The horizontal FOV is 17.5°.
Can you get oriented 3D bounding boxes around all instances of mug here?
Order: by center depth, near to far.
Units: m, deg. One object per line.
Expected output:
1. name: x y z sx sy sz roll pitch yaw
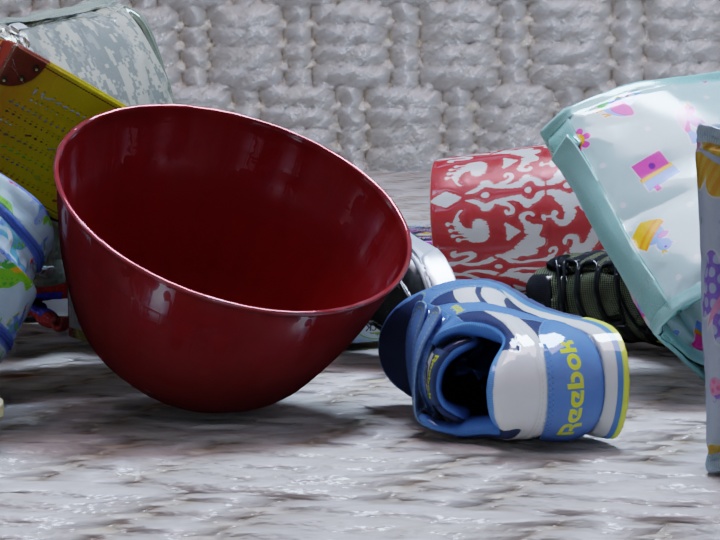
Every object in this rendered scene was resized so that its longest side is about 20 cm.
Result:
1. mug: 0.162 -0.023 1.825 0.199 0.178 0.134 -4 41 9

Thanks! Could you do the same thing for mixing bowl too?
1. mixing bowl: -0.082 0.006 1.278 0.199 0.109 0.200 15 31 -9

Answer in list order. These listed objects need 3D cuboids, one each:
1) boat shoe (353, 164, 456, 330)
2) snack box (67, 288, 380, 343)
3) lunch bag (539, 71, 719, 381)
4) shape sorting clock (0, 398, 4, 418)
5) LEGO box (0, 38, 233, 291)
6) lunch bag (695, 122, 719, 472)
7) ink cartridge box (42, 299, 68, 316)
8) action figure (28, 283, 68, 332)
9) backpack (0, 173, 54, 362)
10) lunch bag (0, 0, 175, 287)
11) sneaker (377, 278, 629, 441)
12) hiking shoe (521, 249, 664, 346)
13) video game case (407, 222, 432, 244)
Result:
1. boat shoe: 0.000 -0.002 1.473 0.068 0.074 0.200 -9 41 -25
2. snack box: -0.078 0.022 1.566 0.199 0.053 0.142 -5 9 -31
3. lunch bag: 0.217 -0.029 1.376 0.199 0.122 0.171 -3 50 -27
4. shape sorting clock: -0.274 0.074 1.146 0.199 0.039 0.200 0 5 0
5. LEGO box: -0.165 -0.062 1.396 0.200 0.077 0.149 30 -5 -28
6. lunch bag: 0.241 0.002 1.143 0.127 0.170 0.200 0 5 22
7. ink cartridge box: -0.204 -0.012 1.768 0.199 0.084 0.147 -1 5 4
8. action figure: -0.188 0.009 1.651 0.199 0.066 0.099 2 7 6
9. backpack: -0.245 -0.005 1.270 0.163 0.154 0.200 41 2 -12
10. lunch bag: -0.215 -0.093 1.563 0.139 0.169 0.200 11 16 21
11. sneaker: 0.055 0.046 1.219 0.082 0.074 0.200 -6 7 -29
12. hiking shoe: 0.162 0.022 1.520 0.100 0.076 0.200 -11 -1 -10
13. video game case: 0.002 -0.019 2.050 0.199 0.036 0.181 0 6 9
